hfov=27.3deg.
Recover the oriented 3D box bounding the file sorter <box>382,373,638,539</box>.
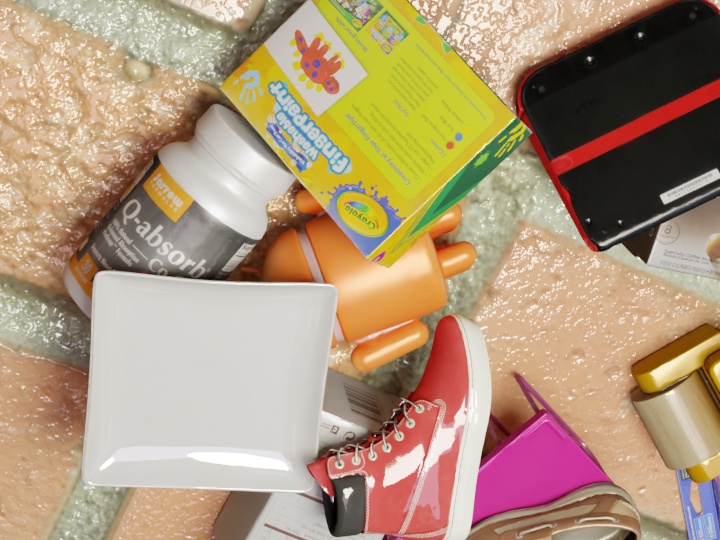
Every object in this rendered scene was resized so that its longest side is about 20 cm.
[{"bbox_3d":[0.127,0.218,1.398,0.200,0.125,0.139,-41,110,7],"label":"file sorter"}]

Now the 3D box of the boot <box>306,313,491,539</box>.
[{"bbox_3d":[0.030,0.132,1.268,0.144,0.072,0.200,6,92,-17],"label":"boot"}]

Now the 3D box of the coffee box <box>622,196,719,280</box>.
[{"bbox_3d":[0.354,-0.049,1.355,0.200,0.080,0.114,12,107,-13],"label":"coffee box"}]

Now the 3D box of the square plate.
[{"bbox_3d":[-0.128,0.093,1.244,0.200,0.028,0.198,3,111,-10],"label":"square plate"}]

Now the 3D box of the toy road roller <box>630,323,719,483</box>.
[{"bbox_3d":[0.362,0.114,1.372,0.200,0.146,0.123,-29,97,5],"label":"toy road roller"}]

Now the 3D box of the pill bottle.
[{"bbox_3d":[-0.152,-0.037,1.266,0.116,0.116,0.200,37,102,-19],"label":"pill bottle"}]

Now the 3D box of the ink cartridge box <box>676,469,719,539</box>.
[{"bbox_3d":[0.421,0.212,1.487,0.200,0.042,0.119,-14,111,-1],"label":"ink cartridge box"}]

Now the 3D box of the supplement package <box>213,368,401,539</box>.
[{"bbox_3d":[-0.041,0.207,1.374,0.117,0.117,0.200,24,106,-17],"label":"supplement package"}]

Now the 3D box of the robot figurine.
[{"bbox_3d":[-0.001,-0.002,1.304,0.200,0.117,0.144,-20,124,-1],"label":"robot figurine"}]

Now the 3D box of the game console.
[{"bbox_3d":[0.251,-0.130,1.284,0.200,0.031,0.177,-26,74,2],"label":"game console"}]

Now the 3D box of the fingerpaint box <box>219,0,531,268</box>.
[{"bbox_3d":[0.012,-0.132,1.226,0.167,0.073,0.200,-44,73,8],"label":"fingerpaint box"}]

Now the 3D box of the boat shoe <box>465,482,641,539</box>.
[{"bbox_3d":[0.155,0.252,1.308,0.200,0.072,0.076,-27,110,2],"label":"boat shoe"}]
